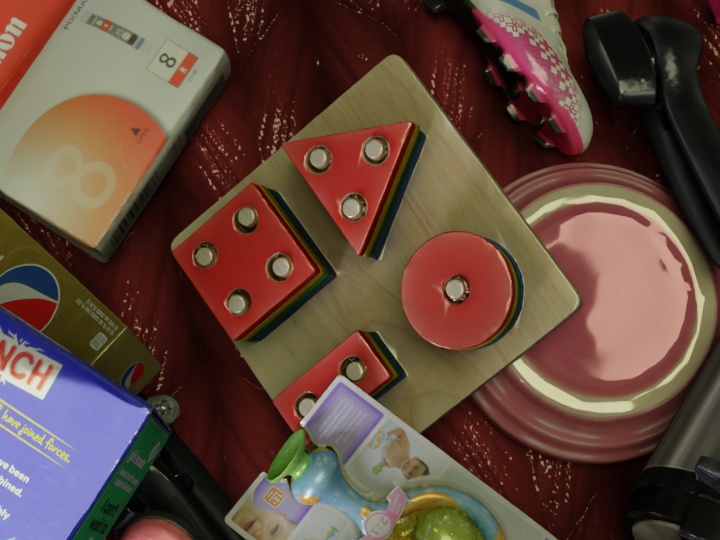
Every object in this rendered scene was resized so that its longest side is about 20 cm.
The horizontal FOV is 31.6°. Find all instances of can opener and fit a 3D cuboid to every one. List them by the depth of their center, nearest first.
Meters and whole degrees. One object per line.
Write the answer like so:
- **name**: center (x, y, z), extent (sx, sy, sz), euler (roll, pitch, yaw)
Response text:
- **can opener**: center (-0.105, 0.149, 0.787), extent (0.200, 0.063, 0.079), euler (42, 122, 17)
- **can opener**: center (0.208, -0.086, 0.826), extent (0.077, 0.064, 0.202), euler (-16, 62, -5)

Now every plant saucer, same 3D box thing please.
- **plant saucer**: center (0.153, 0.023, 0.833), extent (0.197, 0.051, 0.204), euler (0, 77, -2)

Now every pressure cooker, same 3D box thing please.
- **pressure cooker**: center (0.252, 0.140, 0.743), extent (0.175, 0.179, 0.201), euler (38, 73, -4)

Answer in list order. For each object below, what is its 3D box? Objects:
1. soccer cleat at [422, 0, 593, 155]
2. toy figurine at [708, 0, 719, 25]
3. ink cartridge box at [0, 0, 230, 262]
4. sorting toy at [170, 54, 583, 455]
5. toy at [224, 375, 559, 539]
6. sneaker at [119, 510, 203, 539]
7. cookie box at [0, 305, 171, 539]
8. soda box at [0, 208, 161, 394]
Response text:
- **soccer cleat**: center (0.109, -0.175, 0.867), extent (0.086, 0.070, 0.201), euler (-35, 80, -9)
- **toy figurine**: center (0.316, -0.163, 0.855), extent (0.197, 0.150, 0.187), euler (-6, 66, -26)
- **ink cartridge box**: center (-0.210, -0.126, 0.857), extent (0.198, 0.050, 0.163), euler (32, 77, 2)
- **sorting toy**: center (0.000, 0.000, 0.790), extent (0.198, 0.070, 0.201), euler (-39, 78, 10)
- **toy**: center (0.030, 0.168, 0.753), extent (0.199, 0.047, 0.116), euler (38, 98, -9)
- **sneaker**: center (-0.131, 0.238, 0.718), extent (0.073, 0.087, 0.203), euler (18, 103, 9)
- **cookie box**: center (-0.221, 0.116, 0.647), extent (0.170, 0.075, 0.201), euler (32, 77, 6)
- **soda box**: center (-0.217, 0.014, 0.787), extent (0.199, 0.064, 0.068), euler (38, 78, 26)
